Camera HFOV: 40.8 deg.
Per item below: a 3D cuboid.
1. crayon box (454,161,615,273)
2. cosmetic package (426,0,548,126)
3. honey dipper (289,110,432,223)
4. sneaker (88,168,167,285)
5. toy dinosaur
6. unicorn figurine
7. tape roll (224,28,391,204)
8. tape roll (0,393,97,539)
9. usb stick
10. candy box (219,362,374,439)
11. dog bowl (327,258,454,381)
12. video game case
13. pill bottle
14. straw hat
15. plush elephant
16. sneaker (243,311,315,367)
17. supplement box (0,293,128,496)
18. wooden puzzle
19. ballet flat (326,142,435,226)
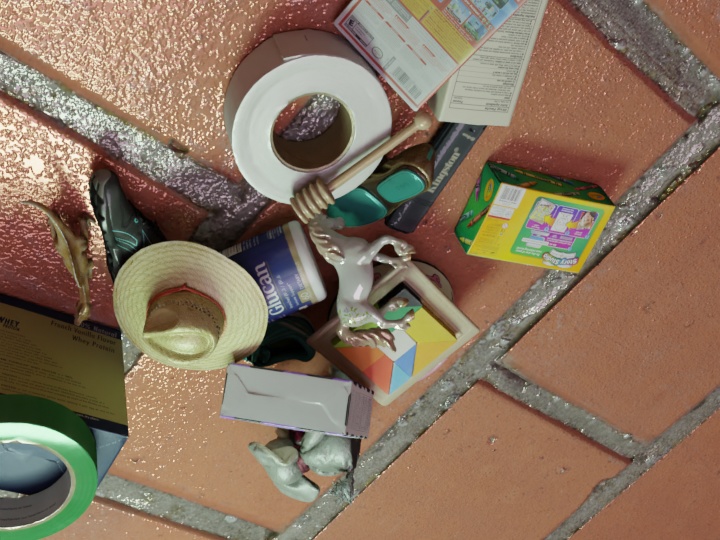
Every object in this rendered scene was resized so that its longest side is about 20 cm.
[{"bbox_3d":[0.246,-0.072,1.363,0.196,0.059,0.120,9,124,-24],"label":"crayon box"},{"bbox_3d":[0.147,-0.284,1.148,0.101,0.088,0.203,2,125,-20],"label":"cosmetic package"},{"bbox_3d":[0.002,-0.130,1.165,0.199,0.038,0.038,-37,129,6],"label":"honey dipper"},{"bbox_3d":[-0.286,-0.050,1.205,0.078,0.076,0.202,-19,139,-16],"label":"sneaker"},{"bbox_3d":[-0.349,-0.030,1.169,0.057,0.102,0.203,-14,130,-6],"label":"toy dinosaur"},{"bbox_3d":[0.000,0.000,1.234,0.134,0.204,0.074,0,169,-8],"label":"unicorn figurine"},{"bbox_3d":[-0.064,-0.183,1.167,0.198,0.071,0.205,-9,129,-11],"label":"tape roll"},{"bbox_3d":[-0.408,0.234,1.125,0.196,0.048,0.203,-9,129,-11],"label":"tape roll"},{"bbox_3d":[0.099,-0.134,1.284,0.055,0.033,0.201,20,117,-29],"label":"usb stick"},{"bbox_3d":[-0.078,0.177,1.296,0.164,0.073,0.200,7,171,10],"label":"candy box"},{"bbox_3d":[0.054,0.085,1.411,0.196,0.074,0.203,-9,129,-11],"label":"dog bowl"},{"bbox_3d":[0.079,-0.295,1.085,0.143,0.017,0.200,45,125,-6],"label":"video game case"},{"bbox_3d":[-0.152,0.022,1.268,0.197,0.112,0.112,-23,130,0],"label":"pill bottle"},{"bbox_3d":[-0.215,0.068,1.175,0.196,0.086,0.204,1,121,2],"label":"straw hat"},{"bbox_3d":[-0.082,0.264,1.458,0.151,0.203,0.166,-4,138,8],"label":"plush elephant"},{"bbox_3d":[-0.154,0.095,1.346,0.196,0.080,0.079,-1,127,-17],"label":"sneaker"},{"bbox_3d":[-0.415,0.161,1.229,0.198,0.201,0.135,21,118,-30],"label":"supplement box"},{"bbox_3d":[0.050,0.095,1.346,0.184,0.037,0.200,-40,128,13],"label":"wooden puzzle"},{"bbox_3d":[0.031,-0.114,1.237,0.068,0.073,0.199,40,147,-16],"label":"ballet flat"}]
